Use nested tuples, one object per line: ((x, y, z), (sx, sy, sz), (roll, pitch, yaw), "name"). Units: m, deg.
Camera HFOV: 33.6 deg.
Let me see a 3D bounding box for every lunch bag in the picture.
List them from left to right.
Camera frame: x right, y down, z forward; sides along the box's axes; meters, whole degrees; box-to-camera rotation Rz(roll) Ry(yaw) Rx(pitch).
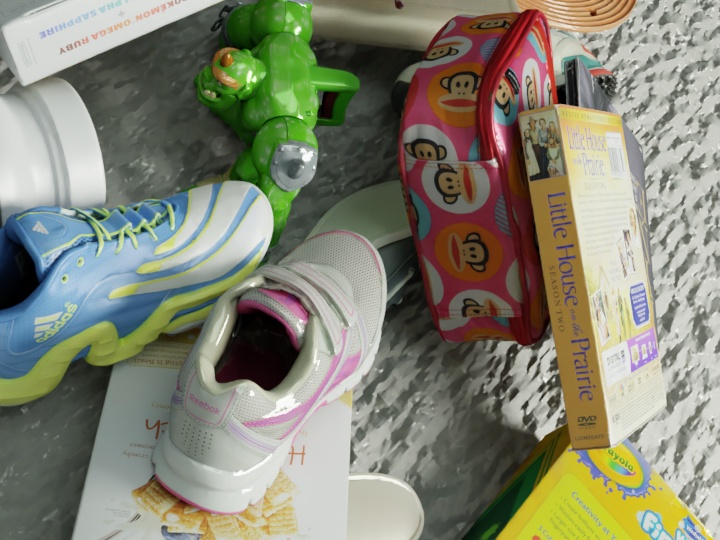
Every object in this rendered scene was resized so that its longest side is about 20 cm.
((0.092, -0.067, 0.804), (0.177, 0.081, 0.202), (-60, 144, -51), "lunch bag")

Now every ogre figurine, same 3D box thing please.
((-0.063, -0.102, 0.770), (0.097, 0.120, 0.201), (26, 56, -15), "ogre figurine")

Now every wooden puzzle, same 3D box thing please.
((0.025, -0.252, 0.897), (0.183, 0.046, 0.202), (3, 54, -16), "wooden puzzle")

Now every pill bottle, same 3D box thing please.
((-0.248, -0.044, 0.643), (0.199, 0.116, 0.117), (-16, 75, -33), "pill bottle")

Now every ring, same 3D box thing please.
((0.144, -0.270, 1.005), (0.198, 0.019, 0.202), (14, 50, -17), "ring")

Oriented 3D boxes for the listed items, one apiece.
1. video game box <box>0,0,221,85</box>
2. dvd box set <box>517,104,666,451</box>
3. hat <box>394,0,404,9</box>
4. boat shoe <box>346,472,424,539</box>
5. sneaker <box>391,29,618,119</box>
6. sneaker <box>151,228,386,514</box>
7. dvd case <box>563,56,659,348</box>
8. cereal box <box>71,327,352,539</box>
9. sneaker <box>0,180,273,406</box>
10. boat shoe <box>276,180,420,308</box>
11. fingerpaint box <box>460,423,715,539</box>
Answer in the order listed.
((-0.162, -0.208, 0.726), (0.181, 0.047, 0.200), (-29, 48, -16), "video game box")
((0.149, 0.000, 0.751), (0.146, 0.029, 0.202), (-11, 91, -64), "dvd box set")
((0.065, -0.256, 0.857), (0.198, 0.165, 0.178), (-8, 89, -26), "hat")
((-0.050, 0.170, 0.696), (0.199, 0.057, 0.067), (-18, 80, -39), "boat shoe")
((0.100, -0.153, 0.928), (0.198, 0.071, 0.094), (-8, 50, -27), "sneaker")
((-0.037, 0.036, 0.652), (0.081, 0.089, 0.201), (25, 46, 8), "sneaker")
((0.189, -0.037, 0.891), (0.149, 0.016, 0.202), (37, 49, -51), "dvd case")
((-0.078, 0.119, 0.652), (0.142, 0.040, 0.201), (11, 42, -9), "cereal box")
((-0.133, -0.002, 0.648), (0.199, 0.105, 0.076), (-36, 68, -17), "sneaker")
((0.000, 0.000, 0.806), (0.200, 0.072, 0.062), (-42, 133, -43), "boat shoe")
((0.160, 0.221, 0.767), (0.200, 0.073, 0.167), (48, 54, 0), "fingerpaint box")
